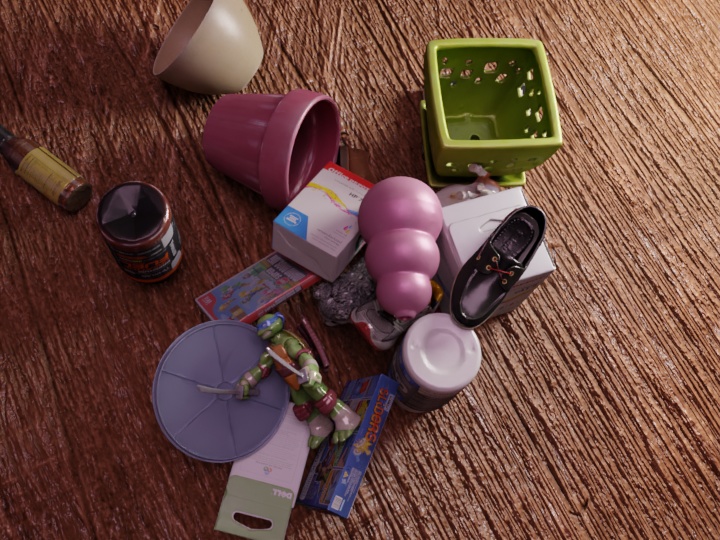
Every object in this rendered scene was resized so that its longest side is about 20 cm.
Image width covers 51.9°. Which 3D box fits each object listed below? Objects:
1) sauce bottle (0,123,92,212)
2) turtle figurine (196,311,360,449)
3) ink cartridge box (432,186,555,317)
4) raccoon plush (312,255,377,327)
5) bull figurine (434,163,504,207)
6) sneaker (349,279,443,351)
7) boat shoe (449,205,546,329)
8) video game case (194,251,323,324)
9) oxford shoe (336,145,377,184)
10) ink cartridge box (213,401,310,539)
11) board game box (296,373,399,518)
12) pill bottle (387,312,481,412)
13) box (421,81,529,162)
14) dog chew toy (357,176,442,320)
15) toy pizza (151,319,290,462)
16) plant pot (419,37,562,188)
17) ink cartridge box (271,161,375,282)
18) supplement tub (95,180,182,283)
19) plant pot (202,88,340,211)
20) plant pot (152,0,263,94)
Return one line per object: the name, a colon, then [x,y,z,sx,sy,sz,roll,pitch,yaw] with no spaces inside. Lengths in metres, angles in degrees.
sauce bottle: [-0.538,-0.175,1.225,0.199,0.066,0.066,37,70,10]
turtle figurine: [-0.104,0.170,1.008,0.143,0.200,0.194,-34,102,14]
ink cartridge box: [0.189,-0.013,1.170,0.144,0.200,0.146,-16,71,-12]
raccoon plush: [0.000,0.000,1.156,0.096,0.134,0.202,20,91,26]
bull figurine: [0.137,-0.107,1.212,0.199,0.121,0.066,-21,68,18]
sneaker: [0.056,0.055,1.104,0.078,0.082,0.200,48,32,12]
boat shoe: [0.191,-0.008,1.033,0.073,0.063,0.202,36,73,3]
video game case: [-0.153,0.023,1.165,0.199,0.143,0.018,-33,120,-16]
oxford shoe: [-0.002,-0.125,1.263,0.071,0.071,0.202,3,67,-9]
ink cartridge box: [-0.135,0.293,1.092,0.103,0.059,0.202,15,68,0]
board game box: [-0.020,0.253,1.079,0.034,0.135,0.201,30,68,-15]
pill bottle: [0.101,0.146,1.100,0.113,0.200,0.115,3,68,-6]
box: [0.214,-0.269,1.353,0.198,0.049,0.161,4,66,-5]
dog chew toy: [0.059,-0.029,1.047,0.123,0.125,0.202,0,69,-6]
toy pizza: [-0.198,0.172,1.061,0.198,0.032,0.202,2,85,-23]
plant pot: [0.198,-0.244,1.219,0.198,0.182,0.201,-2,69,-6]
ink cartridge box: [-0.035,-0.090,1.149,0.116,0.068,0.200,28,54,13]
supplement tub: [-0.328,-0.046,1.125,0.106,0.200,0.108,2,69,-4]
plant pot: [-0.152,-0.209,1.224,0.178,0.200,0.201,18,67,18]
plant pot: [-0.249,-0.387,1.289,0.134,0.199,0.202,32,64,-32]
